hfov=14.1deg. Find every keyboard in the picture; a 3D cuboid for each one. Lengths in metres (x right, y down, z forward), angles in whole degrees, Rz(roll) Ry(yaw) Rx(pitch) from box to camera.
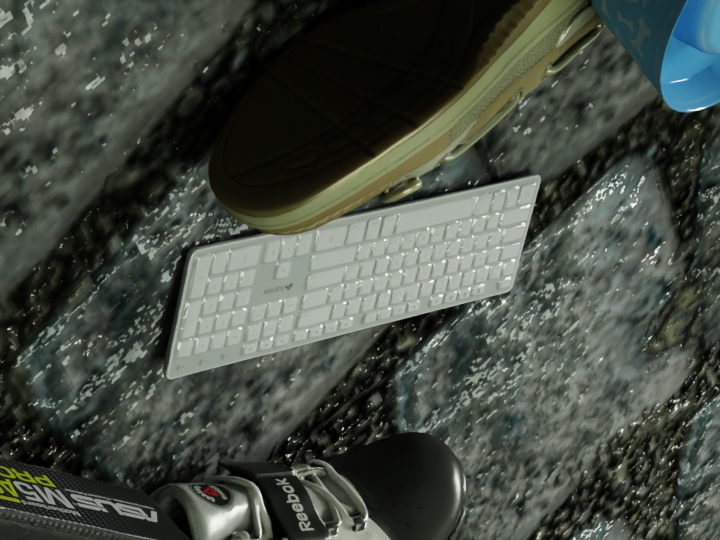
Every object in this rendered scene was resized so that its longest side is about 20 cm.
[{"bbox_3d":[0.000,0.000,1.171,0.200,0.011,0.056,-14,132,-44],"label":"keyboard"}]

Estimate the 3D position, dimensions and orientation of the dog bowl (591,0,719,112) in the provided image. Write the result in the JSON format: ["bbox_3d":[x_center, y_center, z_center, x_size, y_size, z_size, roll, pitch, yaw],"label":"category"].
[{"bbox_3d":[0.163,-0.147,1.081,0.200,0.050,0.111,-45,156,-11],"label":"dog bowl"}]

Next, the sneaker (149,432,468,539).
[{"bbox_3d":[-0.041,0.112,1.170,0.200,0.074,0.089,-31,138,-22],"label":"sneaker"}]

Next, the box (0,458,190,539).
[{"bbox_3d":[-0.172,0.159,1.058,0.160,0.044,0.200,18,107,-45],"label":"box"}]

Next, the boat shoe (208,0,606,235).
[{"bbox_3d":[0.028,-0.071,1.083,0.201,0.073,0.063,-44,143,-25],"label":"boat shoe"}]
